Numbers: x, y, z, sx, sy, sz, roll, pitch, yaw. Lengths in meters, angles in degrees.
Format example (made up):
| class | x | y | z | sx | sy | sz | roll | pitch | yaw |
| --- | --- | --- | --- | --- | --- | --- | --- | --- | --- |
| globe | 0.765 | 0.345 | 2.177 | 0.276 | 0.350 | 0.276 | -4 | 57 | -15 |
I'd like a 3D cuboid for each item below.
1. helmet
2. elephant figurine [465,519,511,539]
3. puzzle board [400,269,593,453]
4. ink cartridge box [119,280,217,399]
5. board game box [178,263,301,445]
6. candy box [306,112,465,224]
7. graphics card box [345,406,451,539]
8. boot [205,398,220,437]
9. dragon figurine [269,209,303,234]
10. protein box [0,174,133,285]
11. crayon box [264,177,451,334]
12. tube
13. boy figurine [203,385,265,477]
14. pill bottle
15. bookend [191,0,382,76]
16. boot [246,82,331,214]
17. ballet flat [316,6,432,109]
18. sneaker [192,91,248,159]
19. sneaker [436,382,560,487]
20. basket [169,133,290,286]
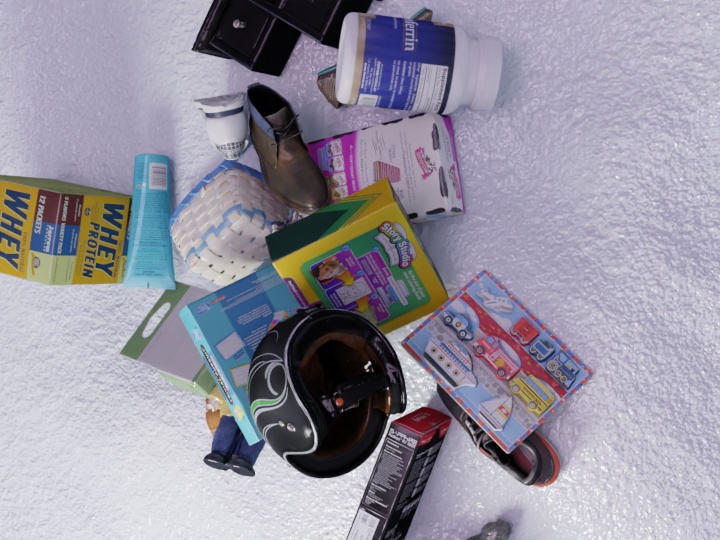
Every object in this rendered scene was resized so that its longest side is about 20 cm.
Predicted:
| class | x | y | z | sx | sy | sz | roll | pitch | yaw |
| --- | --- | --- | --- | --- | --- | --- | --- | --- | --- |
| helmet | -0.048 | 0.151 | 1.521 | 0.200 | 0.200 | 0.191 | 64 | 153 | 13 |
| elephant figurine | 0.110 | 0.433 | 1.585 | 0.200 | 0.142 | 0.155 | -12 | 114 | 12 |
| puzzle board | 0.172 | 0.111 | 1.561 | 0.151 | 0.017 | 0.200 | -40 | 69 | -12 |
| ink cartridge box | -0.243 | 0.096 | 1.774 | 0.200 | 0.048 | 0.146 | 11 | 61 | 48 |
| board game box | -0.127 | 0.107 | 1.634 | 0.200 | 0.151 | 0.047 | 62 | 153 | 4 |
| candy box | 0.032 | -0.125 | 1.653 | 0.200 | 0.061 | 0.137 | -11 | 84 | 29 |
| graphics card box | 0.048 | 0.283 | 1.610 | 0.051 | 0.125 | 0.200 | 23 | 102 | 19 |
| boot | -0.143 | 0.171 | 1.751 | 0.200 | 0.077 | 0.156 | -28 | 72 | 32 |
| dragon figurine | -0.066 | 0.000 | 1.672 | 0.059 | 0.200 | 0.099 | -29 | 54 | -3 |
| protein box | -0.466 | -0.062 | 1.843 | 0.200 | 0.198 | 0.135 | 12 | 96 | 27 |
| crayon box | 0.000 | 0.000 | 1.573 | 0.172 | 0.200 | 0.058 | -26 | 42 | 5 |
| tube | -0.313 | -0.073 | 1.833 | 0.077 | 0.050 | 0.200 | 1 | 84 | -5 |
| boy figurine | -0.145 | 0.177 | 1.668 | 0.124 | 0.064 | 0.200 | 14 | 71 | 11 |
| pill bottle | 0.073 | -0.259 | 1.558 | 0.200 | 0.116 | 0.116 | 5 | 93 | -7 |
| bookend | -0.101 | -0.346 | 1.706 | 0.199 | 0.092 | 0.200 | 35 | 107 | 23 |
| boot | -0.104 | -0.162 | 1.628 | 0.075 | 0.097 | 0.200 | -28 | 52 | -10 |
| ballet flat | 0.031 | -0.277 | 1.659 | 0.200 | 0.068 | 0.075 | -27 | 99 | 30 |
| sneaker | -0.189 | -0.204 | 1.711 | 0.076 | 0.200 | 0.081 | -13 | 104 | 0 |
| sneaker | 0.170 | 0.197 | 1.568 | 0.200 | 0.082 | 0.077 | 41 | 108 | 22 |
| basket | -0.188 | -0.081 | 1.740 | 0.176 | 0.139 | 0.200 | -42 | 44 | 24 |
